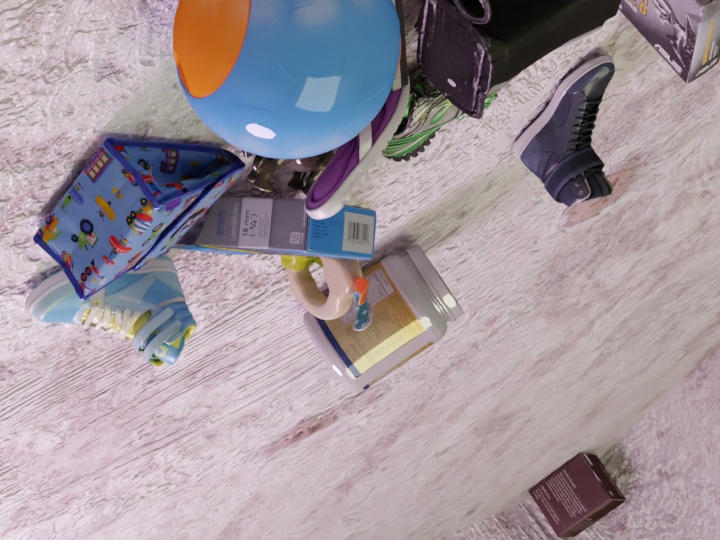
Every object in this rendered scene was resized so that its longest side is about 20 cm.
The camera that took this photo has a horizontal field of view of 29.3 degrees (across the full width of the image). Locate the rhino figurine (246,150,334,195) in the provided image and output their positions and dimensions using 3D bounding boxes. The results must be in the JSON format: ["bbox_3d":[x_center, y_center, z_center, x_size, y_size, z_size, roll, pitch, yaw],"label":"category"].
[{"bbox_3d":[-0.053,-0.128,1.551,0.200,0.060,0.088,3,109,-57],"label":"rhino figurine"}]

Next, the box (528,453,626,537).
[{"bbox_3d":[0.628,0.653,3.996,0.200,0.166,0.164,-38,157,15],"label":"box"}]

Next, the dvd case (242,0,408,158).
[{"bbox_3d":[-0.043,-0.211,1.419,0.200,0.016,0.149,-26,142,-15],"label":"dvd case"}]

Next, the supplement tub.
[{"bbox_3d":[0.034,0.067,1.980,0.200,0.145,0.144,-34,158,3],"label":"supplement tub"}]

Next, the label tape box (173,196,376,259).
[{"bbox_3d":[-0.104,-0.050,1.621,0.200,0.063,0.144,3,178,32],"label":"label tape box"}]

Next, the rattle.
[{"bbox_3d":[0.000,0.000,1.728,0.143,0.131,0.200,-2,-173,-36],"label":"rattle"}]

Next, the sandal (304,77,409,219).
[{"bbox_3d":[-0.006,-0.148,1.496,0.050,0.082,0.203,40,66,-31],"label":"sandal"}]

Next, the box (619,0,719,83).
[{"bbox_3d":[0.313,-0.317,1.476,0.048,0.200,0.158,-34,159,-6],"label":"box"}]

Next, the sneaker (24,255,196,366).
[{"bbox_3d":[-0.269,0.056,1.560,0.200,0.131,0.080,-12,152,-41],"label":"sneaker"}]

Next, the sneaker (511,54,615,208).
[{"bbox_3d":[0.305,-0.176,1.841,0.077,0.146,0.202,-11,148,-40],"label":"sneaker"}]

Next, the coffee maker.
[{"bbox_3d":[0.174,-0.276,1.430,0.200,0.135,0.192,-36,-179,-20],"label":"coffee maker"}]

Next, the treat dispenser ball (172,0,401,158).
[{"bbox_3d":[-0.064,-0.199,1.209,0.201,0.201,0.201,-28,158,-12],"label":"treat dispenser ball"}]

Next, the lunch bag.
[{"bbox_3d":[-0.220,-0.067,1.460,0.151,0.094,0.200,-47,167,28],"label":"lunch bag"}]

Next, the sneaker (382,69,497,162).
[{"bbox_3d":[0.084,-0.200,1.577,0.200,0.078,0.085,-41,154,20],"label":"sneaker"}]
